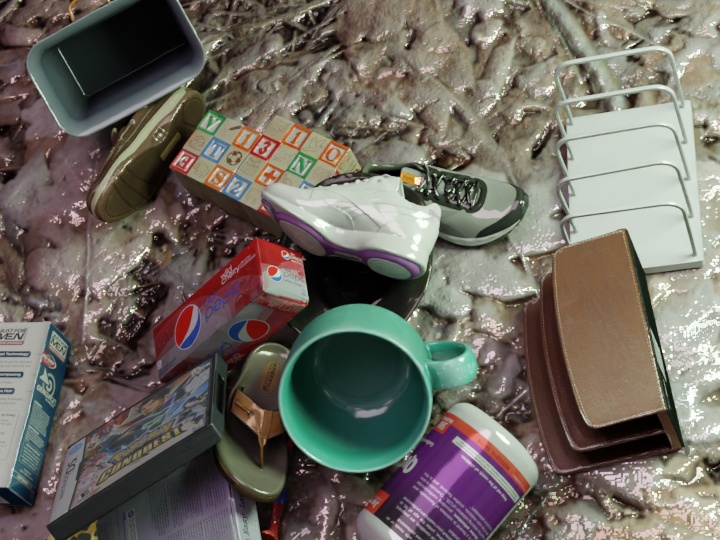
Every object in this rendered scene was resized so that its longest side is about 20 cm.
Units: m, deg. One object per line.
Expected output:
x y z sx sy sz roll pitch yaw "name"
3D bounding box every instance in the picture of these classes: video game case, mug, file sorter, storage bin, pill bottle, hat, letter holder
-0.224 0.176 1.642 0.199 0.026 0.181 -33 18 8 "video game case"
0.013 0.116 1.619 0.183 0.115 0.153 18 107 -1 "mug"
0.275 -0.112 1.678 0.137 0.125 0.202 -8 60 17 "file sorter"
-0.300 -0.275 1.968 0.199 0.146 0.134 -28 17 3 "storage bin"
0.073 0.234 1.562 0.112 0.113 0.200 36 78 33 "pill bottle"
0.000 0.000 1.740 0.198 0.081 0.203 -6 68 15 "hat"
0.225 0.084 1.598 0.141 0.101 0.202 -15 59 14 "letter holder"

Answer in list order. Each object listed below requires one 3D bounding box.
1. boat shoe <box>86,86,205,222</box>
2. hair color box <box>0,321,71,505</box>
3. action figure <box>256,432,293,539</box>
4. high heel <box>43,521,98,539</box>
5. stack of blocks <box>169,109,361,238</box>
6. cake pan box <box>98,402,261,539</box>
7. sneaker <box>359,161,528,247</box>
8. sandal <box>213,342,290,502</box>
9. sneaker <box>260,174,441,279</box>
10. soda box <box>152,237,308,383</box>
-0.270 -0.142 1.936 0.074 0.075 0.203 20 59 32 "boat shoe"
-0.400 0.160 1.814 0.099 0.061 0.202 -1 62 20 "hair color box"
-0.094 0.185 1.696 0.065 0.052 0.202 -3 59 25 "action figure"
-0.281 0.348 1.630 0.142 0.071 0.201 37 108 38 "high heel"
-0.109 -0.116 1.863 0.199 0.059 0.116 26 73 31 "stack of blocks"
-0.192 0.257 1.661 0.183 0.052 0.202 -31 53 23 "cake pan box"
0.086 -0.078 1.758 0.198 0.080 0.075 6 62 22 "sneaker"
-0.096 0.144 1.640 0.081 0.055 0.201 21 45 -7 "sandal"
-0.008 -0.059 1.688 0.198 0.075 0.100 20 69 17 "sneaker"
-0.141 0.050 1.723 0.200 0.063 0.071 -38 48 36 "soda box"
